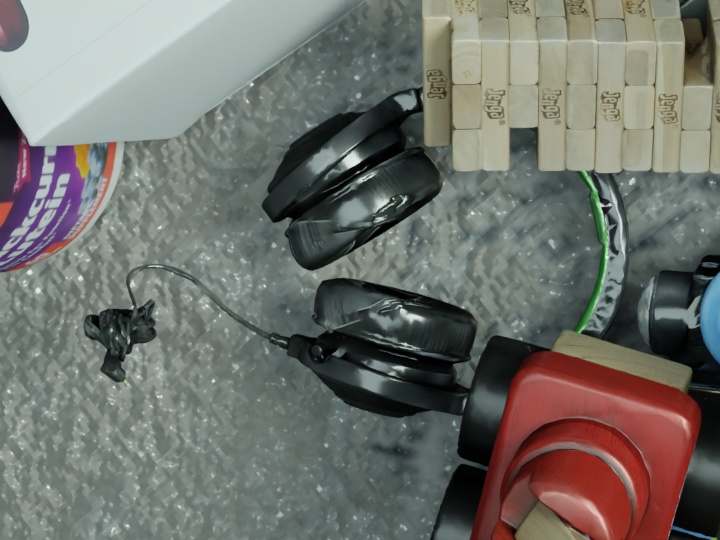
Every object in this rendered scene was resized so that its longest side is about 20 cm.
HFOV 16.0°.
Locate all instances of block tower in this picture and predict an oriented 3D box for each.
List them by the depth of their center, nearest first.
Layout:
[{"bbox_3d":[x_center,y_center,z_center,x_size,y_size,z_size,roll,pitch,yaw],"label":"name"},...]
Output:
[{"bbox_3d":[0.122,-0.070,0.902,0.200,0.054,0.058,-1,123,2],"label":"block tower"}]

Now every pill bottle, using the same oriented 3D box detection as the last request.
[{"bbox_3d":[-0.171,-0.049,0.938,0.111,0.200,0.112,1,95,16],"label":"pill bottle"}]

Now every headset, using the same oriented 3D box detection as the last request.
[{"bbox_3d":[0.000,0.000,0.950,0.200,0.094,0.124,-13,90,9],"label":"headset"}]

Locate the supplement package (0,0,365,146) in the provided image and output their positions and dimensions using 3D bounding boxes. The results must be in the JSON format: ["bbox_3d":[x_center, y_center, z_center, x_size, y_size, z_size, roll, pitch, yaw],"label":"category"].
[{"bbox_3d":[-0.043,-0.144,0.920,0.200,0.156,0.111,-34,85,14],"label":"supplement package"}]

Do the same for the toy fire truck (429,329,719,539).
[{"bbox_3d":[0.068,0.130,0.813,0.129,0.200,0.176,17,106,10],"label":"toy fire truck"}]

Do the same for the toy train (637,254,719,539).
[{"bbox_3d":[0.196,0.048,0.909,0.200,0.087,0.114,6,104,13],"label":"toy train"}]

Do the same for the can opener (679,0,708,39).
[{"bbox_3d":[0.156,-0.142,0.927,0.200,0.053,0.066,-37,118,16],"label":"can opener"}]
